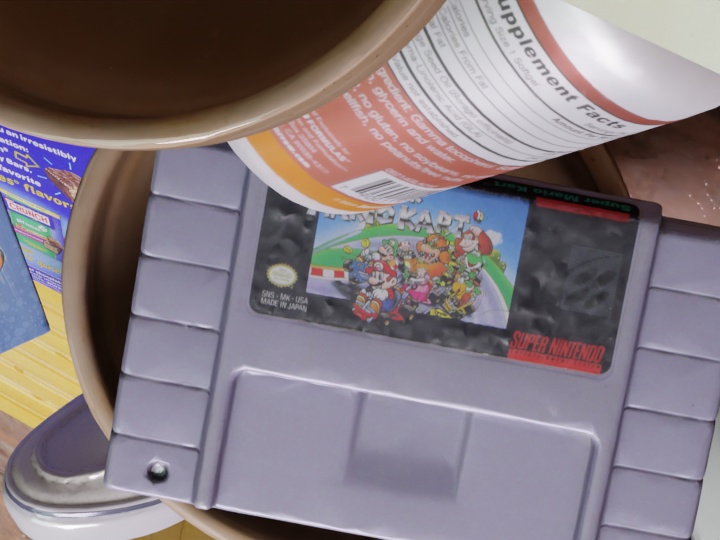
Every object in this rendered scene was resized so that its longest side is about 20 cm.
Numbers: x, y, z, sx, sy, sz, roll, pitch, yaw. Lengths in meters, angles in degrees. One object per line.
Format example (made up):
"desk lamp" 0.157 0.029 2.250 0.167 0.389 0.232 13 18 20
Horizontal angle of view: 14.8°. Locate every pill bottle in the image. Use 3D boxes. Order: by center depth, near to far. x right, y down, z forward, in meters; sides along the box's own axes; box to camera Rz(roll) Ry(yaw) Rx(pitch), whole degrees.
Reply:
"pill bottle" 0.052 -0.090 0.813 0.200 0.112 0.112 -16 127 41

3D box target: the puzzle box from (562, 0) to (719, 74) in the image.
"puzzle box" 0.115 -0.139 0.671 0.133 0.025 0.200 27 122 12

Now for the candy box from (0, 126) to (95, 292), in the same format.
"candy box" -0.129 -0.077 1.083 0.169 0.077 0.200 24 153 19

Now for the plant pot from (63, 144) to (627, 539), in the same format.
"plant pot" 0.000 0.000 0.990 0.201 0.201 0.093 34 -168 -3

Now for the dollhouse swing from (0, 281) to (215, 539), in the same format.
"dollhouse swing" -0.143 0.101 1.308 0.175 0.182 0.200 16 156 -12

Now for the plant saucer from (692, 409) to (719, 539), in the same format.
"plant saucer" 0.104 0.105 1.067 0.200 0.050 0.201 30 131 41

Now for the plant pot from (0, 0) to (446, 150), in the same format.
"plant pot" -0.044 -0.131 0.733 0.200 0.201 0.093 24 -172 16

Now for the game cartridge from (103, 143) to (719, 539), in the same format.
"game cartridge" 0.021 0.028 0.925 0.199 0.038 0.130 10 107 1

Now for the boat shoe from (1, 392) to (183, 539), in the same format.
"boat shoe" -0.051 0.037 1.081 0.071 0.200 0.070 55 164 40

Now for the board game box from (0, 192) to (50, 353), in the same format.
"board game box" -0.169 -0.081 0.940 0.135 0.034 0.200 49 159 51
